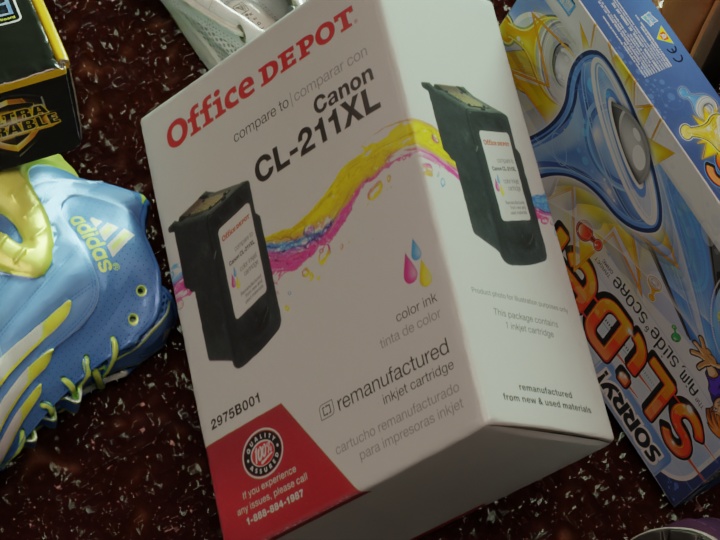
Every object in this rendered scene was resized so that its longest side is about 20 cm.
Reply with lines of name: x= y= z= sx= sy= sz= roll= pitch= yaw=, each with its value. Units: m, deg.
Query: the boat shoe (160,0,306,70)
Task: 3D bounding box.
boat shoe: x=-0.084 y=-0.164 z=0.990 sx=0.071 sy=0.069 sz=0.200 roll=-40 pitch=74 yaw=-17

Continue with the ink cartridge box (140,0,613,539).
ink cartridge box: x=0.000 y=0.000 z=0.878 sx=0.082 sy=0.145 sz=0.201 roll=12 pitch=56 yaw=-46

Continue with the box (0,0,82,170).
box: x=-0.234 y=-0.089 z=0.927 sx=0.198 sy=0.050 sz=0.160 roll=-17 pitch=47 yaw=-11

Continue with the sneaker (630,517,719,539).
sneaker: x=0.140 y=0.197 z=0.850 sx=0.075 sy=0.087 sz=0.202 roll=1 pitch=90 yaw=24

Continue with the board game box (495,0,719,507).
board game box: x=0.116 y=-0.018 z=0.900 sx=0.034 sy=0.136 sz=0.201 roll=-23 pitch=72 yaw=-31

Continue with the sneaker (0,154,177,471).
sneaker: x=-0.130 y=0.032 z=0.891 sx=0.104 sy=0.076 sz=0.201 roll=10 pitch=58 yaw=-4

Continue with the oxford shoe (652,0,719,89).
oxford shoe: x=0.131 y=-0.107 z=0.924 sx=0.071 sy=0.201 sz=0.071 roll=41 pitch=34 yaw=18
